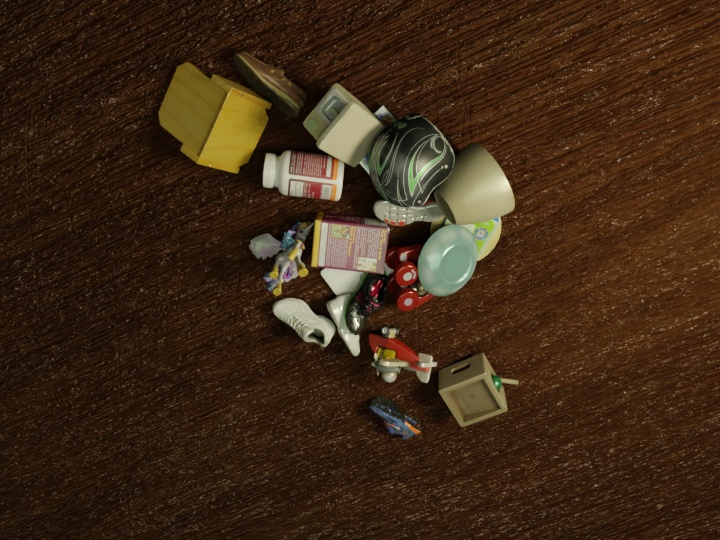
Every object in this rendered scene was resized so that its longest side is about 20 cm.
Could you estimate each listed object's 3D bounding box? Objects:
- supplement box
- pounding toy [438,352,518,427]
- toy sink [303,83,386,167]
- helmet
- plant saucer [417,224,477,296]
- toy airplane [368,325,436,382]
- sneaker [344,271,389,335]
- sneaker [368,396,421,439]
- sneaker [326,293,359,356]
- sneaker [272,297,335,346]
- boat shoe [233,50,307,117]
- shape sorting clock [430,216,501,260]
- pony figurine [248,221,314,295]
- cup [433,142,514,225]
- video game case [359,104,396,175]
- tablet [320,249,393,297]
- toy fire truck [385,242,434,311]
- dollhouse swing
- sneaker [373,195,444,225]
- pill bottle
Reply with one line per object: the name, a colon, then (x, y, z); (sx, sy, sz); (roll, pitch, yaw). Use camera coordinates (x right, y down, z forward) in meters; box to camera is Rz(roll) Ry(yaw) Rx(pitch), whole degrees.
supplement box: (-0.028, -0.075, 1.510); (0.197, 0.103, 0.133); (7, 108, -2)
pounding toy: (0.366, 0.356, 1.727); (0.198, 0.143, 0.185); (-26, 112, 19)
toy sink: (-0.046, -0.350, 1.340); (0.131, 0.199, 0.112); (-47, 70, 16)
helmet: (0.111, -0.259, 1.375); (0.191, 0.200, 0.200); (-45, 110, -4)
plant saucer: (0.246, -0.020, 1.510); (0.199, 0.039, 0.204); (-11, 114, -26)
toy airplane: (0.117, 0.266, 1.622); (0.198, 0.199, 0.142); (27, 99, -16)
sneaker: (0.018, 0.089, 1.566); (0.076, 0.084, 0.202); (20, 98, -29)
sneaker: (0.100, 0.475, 1.781); (0.199, 0.076, 0.079); (37, 110, -16)
sneaker: (-0.024, 0.159, 1.640); (0.088, 0.075, 0.202); (-28, 120, -13)
sneaker: (-0.163, 0.149, 1.603); (0.198, 0.100, 0.078); (27, 113, -7)
boat shoe: (-0.216, -0.462, 1.368); (0.199, 0.072, 0.068); (39, 73, -9)
shape sorting clock: (0.290, -0.115, 1.556); (0.197, 0.039, 0.203); (-1, 114, -1)
pony figurine: (-0.200, -0.032, 1.499); (0.192, 0.201, 0.166); (-34, 119, 28)
cup: (0.270, -0.196, 1.420); (0.142, 0.200, 0.201); (-33, 112, -2)
video game case: (0.070, -0.306, 1.472); (0.143, 0.018, 0.200); (-40, 110, 13)
tablet: (0.000, 0.000, 1.602); (0.199, 0.014, 0.131); (-33, 112, 11)
toy fire truck: (0.161, 0.014, 1.564); (0.166, 0.112, 0.202); (-12, 122, -10)
dollhouse swing: (-0.366, -0.385, 1.402); (0.181, 0.176, 0.201); (6, 121, -52)
sneaker: (0.125, -0.173, 1.501); (0.197, 0.083, 0.078); (2, 135, -15)
pill bottle: (-0.144, -0.244, 1.434); (0.197, 0.113, 0.114); (6, 113, -6)
